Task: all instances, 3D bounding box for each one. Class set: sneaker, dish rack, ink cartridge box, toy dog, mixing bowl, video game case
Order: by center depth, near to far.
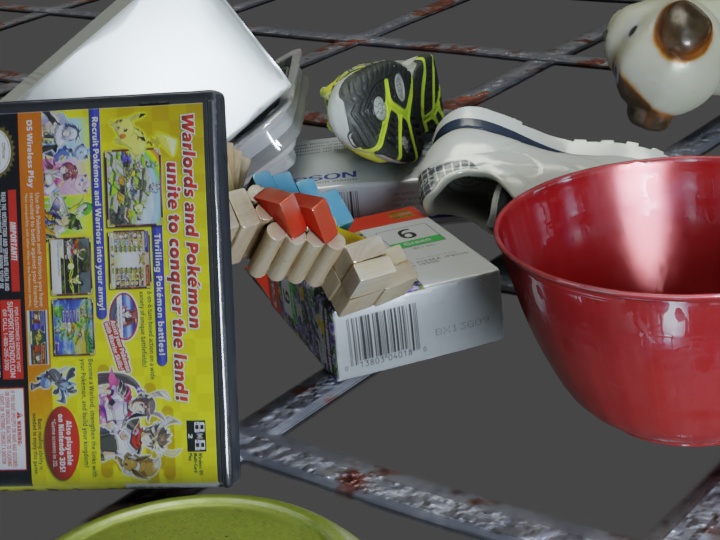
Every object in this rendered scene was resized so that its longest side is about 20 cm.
[{"bbox_3d":[-0.155,0.013,0.788,0.179,0.202,0.025,-2,1,9],"label":"video game case"},{"bbox_3d":[0.171,0.022,0.797,0.199,0.109,0.200,-4,21,2],"label":"mixing bowl"},{"bbox_3d":[0.000,0.000,0.970,0.108,0.051,0.200,-13,24,-17],"label":"ink cartridge box"},{"bbox_3d":[0.136,-0.043,1.006,0.199,0.077,0.081,12,38,6],"label":"sneaker"},{"bbox_3d":[0.006,-0.113,1.105,0.076,0.076,0.200,-8,7,17],"label":"sneaker"},{"bbox_3d":[-0.104,-0.086,1.146,0.171,0.044,0.200,-35,18,13],"label":"dish rack"},{"bbox_3d":[0.028,-0.078,1.155,0.198,0.041,0.200,-6,19,0],"label":"ink cartridge box"},{"bbox_3d":[0.288,-0.187,1.286,0.199,0.140,0.194,-21,63,-37],"label":"toy dog"}]

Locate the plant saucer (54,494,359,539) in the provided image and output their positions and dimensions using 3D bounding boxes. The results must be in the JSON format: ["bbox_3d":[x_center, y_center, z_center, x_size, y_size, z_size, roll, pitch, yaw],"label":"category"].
[{"bbox_3d":[-0.077,0.148,0.654,0.198,0.031,0.200,-5,21,2],"label":"plant saucer"}]

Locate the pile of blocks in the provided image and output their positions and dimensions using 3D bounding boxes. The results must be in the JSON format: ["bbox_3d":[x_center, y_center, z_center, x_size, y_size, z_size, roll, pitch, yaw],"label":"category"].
[{"bbox_3d":[-0.057,-0.040,0.834,0.199,0.062,0.083,17,59,-11],"label":"pile of blocks"}]

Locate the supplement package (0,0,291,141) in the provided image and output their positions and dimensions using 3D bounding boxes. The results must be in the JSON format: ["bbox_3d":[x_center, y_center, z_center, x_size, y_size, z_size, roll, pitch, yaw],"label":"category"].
[{"bbox_3d":[-0.167,-0.109,1.060,0.200,0.117,0.117,-42,16,-8],"label":"supplement package"}]
